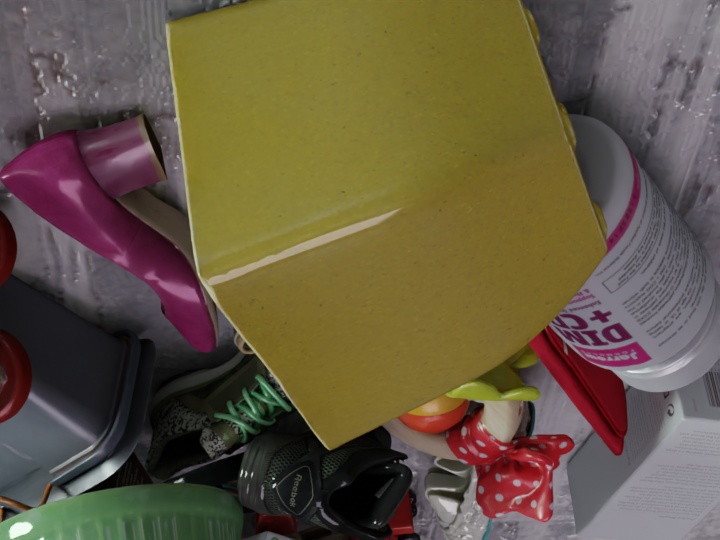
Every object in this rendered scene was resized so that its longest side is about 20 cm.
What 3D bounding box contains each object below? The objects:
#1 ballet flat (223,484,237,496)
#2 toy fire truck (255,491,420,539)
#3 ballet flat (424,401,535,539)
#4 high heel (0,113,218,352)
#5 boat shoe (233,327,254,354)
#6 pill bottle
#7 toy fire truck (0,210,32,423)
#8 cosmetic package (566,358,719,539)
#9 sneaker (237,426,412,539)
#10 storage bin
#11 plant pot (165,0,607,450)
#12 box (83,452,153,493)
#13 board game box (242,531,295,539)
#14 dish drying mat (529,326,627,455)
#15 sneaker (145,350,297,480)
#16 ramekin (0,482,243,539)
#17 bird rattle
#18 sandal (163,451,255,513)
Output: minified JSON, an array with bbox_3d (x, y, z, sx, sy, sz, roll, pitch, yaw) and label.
[{"bbox_3d":[-0.171,0.257,1.337,0.200,0.068,0.068,-34,142,33],"label":"ballet flat"},{"bbox_3d":[-0.017,0.236,1.343,0.140,0.049,0.200,-5,144,1],"label":"toy fire truck"},{"bbox_3d":[0.088,0.165,1.249,0.071,0.072,0.201,4,134,-13],"label":"ballet flat"},{"bbox_3d":[-0.155,-0.012,0.976,0.096,0.068,0.201,-17,128,0],"label":"high heel"},{"bbox_3d":[0.000,0.000,1.016,0.199,0.063,0.073,-25,139,24],"label":"boat shoe"},{"bbox_3d":[0.163,-0.004,0.987,0.113,0.114,0.200,-24,139,24],"label":"pill bottle"},{"bbox_3d":[-0.305,0.035,0.929,0.167,0.201,0.112,-7,178,8],"label":"toy fire truck"},{"bbox_3d":[0.257,0.147,1.237,0.101,0.072,0.200,7,142,-17],"label":"cosmetic package"},{"bbox_3d":[-0.001,0.157,1.141,0.114,0.077,0.199,16,-175,22],"label":"sneaker"},{"bbox_3d":[-0.267,0.099,1.068,0.199,0.146,0.134,-30,127,30],"label":"storage bin"},{"bbox_3d":[0.025,-0.051,0.855,0.199,0.195,0.196,-20,141,10],"label":"plant pot"},{"bbox_3d":[-0.212,0.210,1.220,0.100,0.075,0.201,-18,123,14],"label":"box"},{"bbox_3d":[-0.064,0.275,1.332,0.126,0.035,0.200,22,157,-17],"label":"board game box"},{"bbox_3d":[0.160,0.060,1.104,0.018,0.077,0.200,-13,143,24],"label":"dish drying mat"},{"bbox_3d":[-0.085,0.105,1.110,0.200,0.089,0.077,-31,114,30],"label":"sneaker"},{"bbox_3d":[-0.174,0.233,1.079,0.199,0.098,0.200,-11,156,-5],"label":"ramekin"},{"bbox_3d":[0.077,0.093,1.122,0.162,0.113,0.201,13,143,23],"label":"bird rattle"},{"bbox_3d":[-0.088,0.167,1.169,0.075,0.048,0.200,-24,172,23],"label":"sandal"}]
